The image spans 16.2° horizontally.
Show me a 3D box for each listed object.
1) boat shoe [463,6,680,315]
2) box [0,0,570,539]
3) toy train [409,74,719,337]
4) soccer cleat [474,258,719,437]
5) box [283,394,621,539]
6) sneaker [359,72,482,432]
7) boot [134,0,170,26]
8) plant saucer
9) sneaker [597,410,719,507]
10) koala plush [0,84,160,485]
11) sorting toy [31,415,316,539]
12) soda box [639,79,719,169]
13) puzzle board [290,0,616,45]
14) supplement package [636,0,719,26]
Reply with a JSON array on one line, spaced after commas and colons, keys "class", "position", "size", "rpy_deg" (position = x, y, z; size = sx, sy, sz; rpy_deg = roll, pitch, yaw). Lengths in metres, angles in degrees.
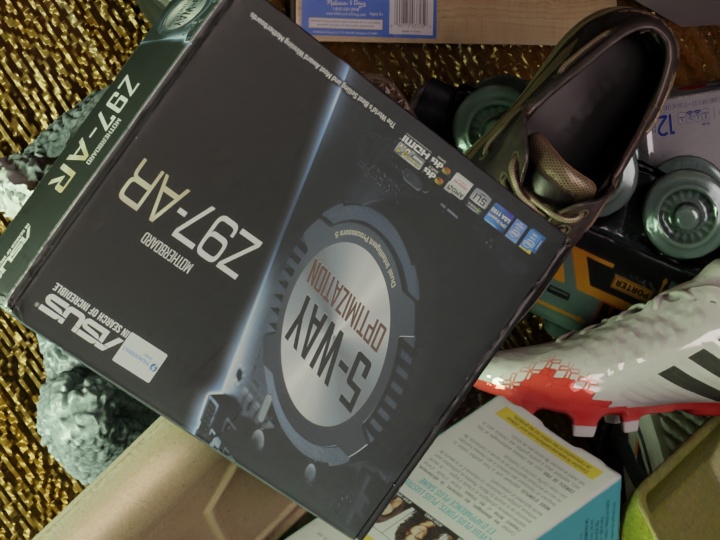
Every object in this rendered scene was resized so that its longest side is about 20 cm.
[{"class": "boat shoe", "position": [0.083, -0.045, 1.210], "size": [0.074, 0.073, 0.200], "rpy_deg": [32, 86, -1]}, {"class": "box", "position": [-0.033, -0.005, 1.039], "size": [0.200, 0.044, 0.160], "rpy_deg": [37, 88, -29]}, {"class": "toy train", "position": [0.107, -0.023, 1.298], "size": [0.200, 0.085, 0.114], "rpy_deg": [24, 101, 1]}, {"class": "soccer cleat", "position": [0.152, 0.036, 1.240], "size": [0.200, 0.069, 0.085], "rpy_deg": [2, 99, -1]}, {"class": "box", "position": [0.022, 0.139, 1.146], "size": [0.200, 0.082, 0.049], "rpy_deg": [-31, 137, -30]}, {"class": "sneaker", "position": [0.000, 0.000, 1.268], "size": [0.070, 0.076, 0.200], "rpy_deg": [-27, 110, -43]}, {"class": "boot", "position": [-0.047, -0.176, 1.233], "size": [0.151, 0.073, 0.200], "rpy_deg": [-43, 106, -12]}, {"class": "plant saucer", "position": [0.192, 0.177, 1.267], "size": [0.200, 0.048, 0.200], "rpy_deg": [64, 28, -1]}, {"class": "sneaker", "position": [0.169, 0.079, 1.379], "size": [0.078, 0.079, 0.200], "rpy_deg": [-1, 87, -22]}, {"class": "koala plush", "position": [-0.088, -0.027, 1.129], "size": [0.177, 0.200, 0.184], "rpy_deg": [-21, 75, -7]}, {"class": "sorting toy", "position": [-0.069, 0.134, 1.140], "size": [0.185, 0.036, 0.200], "rpy_deg": [-44, 142, -17]}, {"class": "soda box", "position": [0.221, -0.074, 1.406], "size": [0.200, 0.063, 0.068], "rpy_deg": [-12, 99, -29]}, {"class": "puzzle board", "position": [0.050, -0.194, 1.328], "size": [0.200, 0.017, 0.151], "rpy_deg": [-2, 95, -29]}, {"class": "supplement package", "position": [0.214, -0.245, 1.304], "size": [0.147, 0.191, 0.200], "rpy_deg": [24, 79, -38]}]
